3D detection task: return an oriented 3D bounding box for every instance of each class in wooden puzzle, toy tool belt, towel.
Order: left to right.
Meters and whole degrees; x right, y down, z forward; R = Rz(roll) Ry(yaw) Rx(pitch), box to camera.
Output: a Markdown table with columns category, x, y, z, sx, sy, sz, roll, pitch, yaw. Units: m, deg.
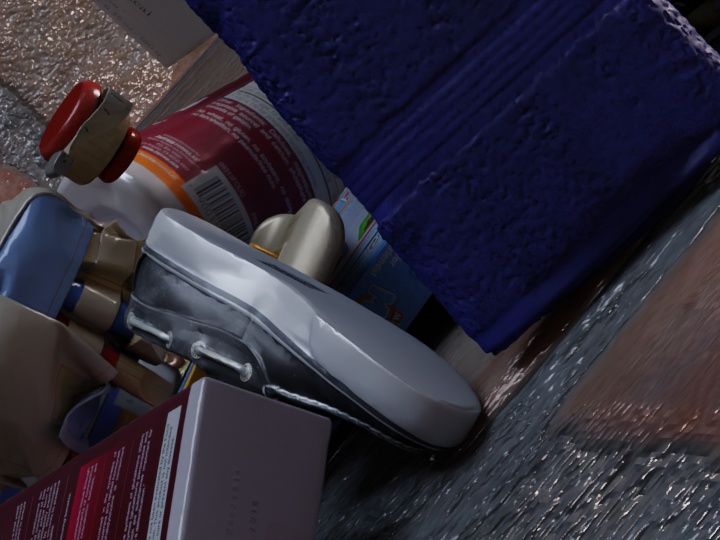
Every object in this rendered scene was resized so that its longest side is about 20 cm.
| category | x | y | z | sx | sy | sz | roll | pitch | yaw |
| --- | --- | --- | --- | --- | --- | --- | --- | --- | --- |
| toy tool belt | -0.136 | 0.020 | 1.100 | 0.201 | 0.123 | 0.125 | -63 | 20 | -15 |
| wooden puzzle | -0.069 | 0.051 | 1.057 | 0.186 | 0.037 | 0.200 | -65 | 8 | -3 |
| towel | 0.043 | -0.086 | 0.876 | 0.148 | 0.200 | 0.050 | -42 | -1 | 12 |

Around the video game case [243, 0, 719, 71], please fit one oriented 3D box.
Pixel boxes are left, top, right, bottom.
| category | x | y | z | sx | sy | sz | roll | pitch | yaw |
| --- | --- | --- | --- | --- | --- | --- | --- | --- | --- |
| video game case | 0.077 | -0.123 | 0.971 | 0.200 | 0.181 | 0.023 | -38 | 48 | 36 |

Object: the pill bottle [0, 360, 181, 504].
| category | x | y | z | sx | sy | sz | roll | pitch | yaw |
| --- | --- | --- | --- | --- | --- | --- | --- | --- | --- |
| pill bottle | -0.207 | 0.066 | 1.195 | 0.112 | 0.199 | 0.113 | -156 | 90 | -85 |

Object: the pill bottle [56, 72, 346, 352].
| category | x | y | z | sx | sy | sz | roll | pitch | yaw |
| --- | --- | --- | --- | --- | --- | --- | --- | --- | --- |
| pill bottle | -0.063 | -0.046 | 1.233 | 0.200 | 0.114 | 0.114 | -32 | 0 | -39 |

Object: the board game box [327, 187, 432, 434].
| category | x | y | z | sx | sy | sz | roll | pitch | yaw |
| --- | --- | --- | --- | --- | --- | --- | --- | --- | --- |
| board game box | 0.000 | 0.000 | 1.087 | 0.152 | 0.037 | 0.200 | -55 | 11 | 11 |

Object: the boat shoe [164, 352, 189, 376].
| category | x | y | z | sx | sy | sz | roll | pitch | yaw |
| --- | --- | --- | --- | --- | --- | --- | --- | --- | --- |
| boat shoe | -0.167 | 0.076 | 1.390 | 0.075 | 0.075 | 0.202 | -52 | 12 | -25 |

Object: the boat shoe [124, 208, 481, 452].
| category | x | y | z | sx | sy | sz | roll | pitch | yaw |
| --- | --- | --- | --- | --- | --- | --- | --- | --- | --- |
| boat shoe | -0.032 | 0.039 | 0.912 | 0.200 | 0.072 | 0.068 | 30 | 98 | 41 |

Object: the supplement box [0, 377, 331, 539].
| category | x | y | z | sx | sy | sz | roll | pitch | yaw |
| --- | --- | --- | --- | --- | --- | --- | --- | --- | --- |
| supplement box | -0.091 | 0.127 | 0.885 | 0.200 | 0.061 | 0.109 | -31 | 45 | 52 |

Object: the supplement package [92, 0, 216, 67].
| category | x | y | z | sx | sy | sz | roll | pitch | yaw |
| --- | --- | --- | --- | --- | --- | --- | --- | --- | --- |
| supplement package | -0.064 | -0.197 | 1.018 | 0.120 | 0.121 | 0.200 | -54 | 14 | -25 |
